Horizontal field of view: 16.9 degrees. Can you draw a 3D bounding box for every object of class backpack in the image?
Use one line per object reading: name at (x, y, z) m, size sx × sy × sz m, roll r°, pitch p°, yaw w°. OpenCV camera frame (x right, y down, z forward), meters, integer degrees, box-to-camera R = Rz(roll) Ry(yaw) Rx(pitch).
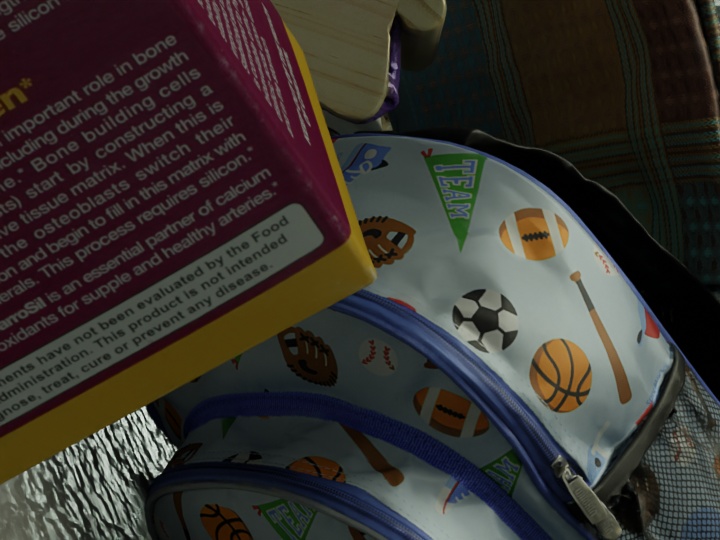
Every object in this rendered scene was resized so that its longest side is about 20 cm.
backpack at (0.017, 0.052, 0.758) m, size 0.191 × 0.199 × 0.154 m, roll 58°, pitch 47°, yaw -22°

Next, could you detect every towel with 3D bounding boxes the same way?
towel at (0.062, -0.056, 0.833) m, size 0.200 × 0.022 × 0.147 m, roll -10°, pitch -86°, yaw 63°

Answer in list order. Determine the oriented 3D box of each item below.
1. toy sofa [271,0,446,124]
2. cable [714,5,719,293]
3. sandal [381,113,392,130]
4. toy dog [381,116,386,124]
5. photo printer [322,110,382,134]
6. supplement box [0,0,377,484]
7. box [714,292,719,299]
toy sofa at (-0.066, -0.115, 0.776) m, size 0.083 × 0.199 × 0.098 m, roll 104°, pitch 5°, yaw -86°
cable at (0.120, 0.010, 0.856) m, size 0.200 × 0.069 × 0.200 m, roll 54°, pitch -36°, yaw 31°
sandal at (0.032, -0.089, 1.019) m, size 0.212 × 0.077 × 0.070 m, roll -67°, pitch 147°, yaw -60°
toy dog at (-0.028, -0.087, 1.160) m, size 0.096 × 0.132 × 0.200 m, roll 19°, pitch 19°, yaw -14°
photo printer at (-0.066, -0.094, 0.935) m, size 0.166 × 0.069 × 0.200 m, roll 40°, pitch 18°, yaw -21°
supplement box at (-0.102, -0.059, 0.568) m, size 0.200 × 0.131 × 0.103 m, roll 56°, pitch 10°, yaw -40°
box at (0.107, 0.025, 1.060) m, size 0.160 × 0.044 × 0.200 m, roll 10°, pitch -32°, yaw 46°
